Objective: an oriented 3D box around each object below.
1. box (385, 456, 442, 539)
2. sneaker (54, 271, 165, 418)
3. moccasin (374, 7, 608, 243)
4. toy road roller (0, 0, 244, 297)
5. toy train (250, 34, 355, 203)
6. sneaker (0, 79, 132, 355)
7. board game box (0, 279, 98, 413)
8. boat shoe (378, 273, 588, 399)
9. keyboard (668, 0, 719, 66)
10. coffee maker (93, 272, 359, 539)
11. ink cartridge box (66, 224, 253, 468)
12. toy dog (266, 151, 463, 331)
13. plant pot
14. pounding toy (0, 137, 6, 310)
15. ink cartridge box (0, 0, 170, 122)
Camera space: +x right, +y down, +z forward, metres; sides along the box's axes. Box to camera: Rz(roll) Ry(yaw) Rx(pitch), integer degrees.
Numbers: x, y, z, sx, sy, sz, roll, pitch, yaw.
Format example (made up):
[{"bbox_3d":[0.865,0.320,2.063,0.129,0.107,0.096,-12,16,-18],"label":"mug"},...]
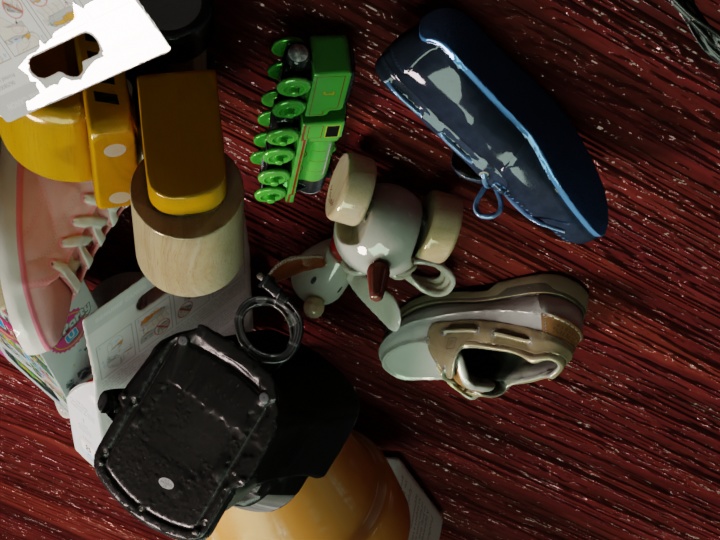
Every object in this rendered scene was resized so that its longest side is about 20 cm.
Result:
[{"bbox_3d":[-0.049,0.281,1.942,0.199,0.200,0.131,-1,148,24],"label":"box"},{"bbox_3d":[-0.186,0.056,1.761,0.082,0.074,0.200,-6,158,-33],"label":"sneaker"},{"bbox_3d":[0.085,-0.089,1.368,0.068,0.081,0.200,-25,122,29],"label":"moccasin"},{"bbox_3d":[-0.155,-0.083,1.348,0.145,0.201,0.123,-8,152,-7],"label":"toy road roller"},{"bbox_3d":[-0.038,-0.099,1.429,0.056,0.042,0.200,-4,158,-9],"label":"toy train"},{"bbox_3d":[-0.186,-0.045,1.435,0.104,0.201,0.075,-4,160,5],"label":"sneaker"},{"bbox_3d":[-0.265,0.012,1.633,0.147,0.064,0.200,36,160,29],"label":"board game box"},{"bbox_3d":[0.084,0.059,1.627,0.075,0.069,0.200,32,146,-30],"label":"boat shoe"},{"bbox_3d":[0.235,-0.148,1.194,0.127,0.021,0.200,-24,117,38],"label":"keyboard"},{"bbox_3d":[-0.077,0.103,1.584,0.192,0.135,0.200,-36,171,14],"label":"coffee maker"},{"bbox_3d":[-0.155,0.047,1.631,0.047,0.160,0.201,37,150,28],"label":"ink cartridge box"},{"bbox_3d":[0.000,0.000,1.521,0.131,0.097,0.200,12,154,5],"label":"toy dog"},{"bbox_3d":[-0.079,0.172,1.796,0.199,0.201,0.184,-2,132,26],"label":"plant pot"},{"bbox_3d":[-0.338,-0.067,1.475,0.199,0.142,0.185,-7,103,7],"label":"pounding toy"},{"bbox_3d":[-0.208,-0.199,1.246,0.162,0.057,0.200,-17,120,42],"label":"ink cartridge box"}]
